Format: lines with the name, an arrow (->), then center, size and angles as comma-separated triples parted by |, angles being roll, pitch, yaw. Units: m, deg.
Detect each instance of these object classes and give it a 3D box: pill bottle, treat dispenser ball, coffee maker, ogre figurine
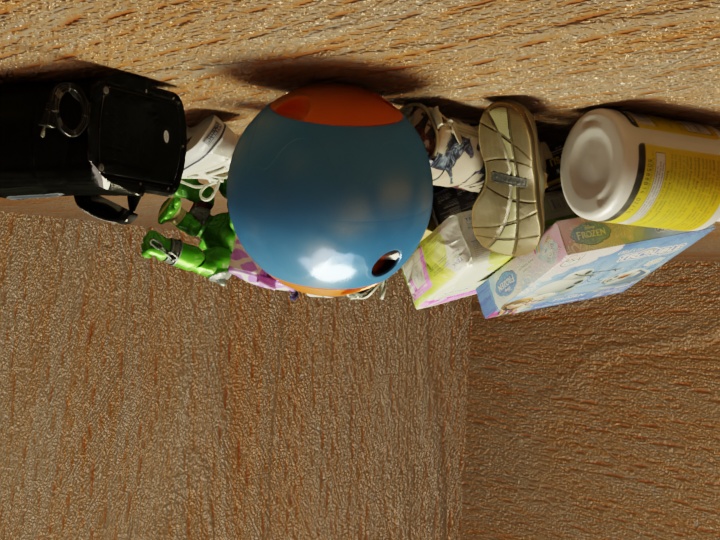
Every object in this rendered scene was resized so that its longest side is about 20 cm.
pill bottle -> 0.312, -0.099, 1.365 | 0.198, 0.113, 0.111 | 5, 177, -28
treat dispenser ball -> -0.029, -0.077, 1.282 | 0.198, 0.204, 0.201 | 3, 178, 0
coffee maker -> -0.305, -0.142, 1.349 | 0.198, 0.136, 0.192 | 1, 153, 33
ogre figurine -> -0.191, -0.066, 1.700 | 0.120, 0.098, 0.201 | 38, -152, -17

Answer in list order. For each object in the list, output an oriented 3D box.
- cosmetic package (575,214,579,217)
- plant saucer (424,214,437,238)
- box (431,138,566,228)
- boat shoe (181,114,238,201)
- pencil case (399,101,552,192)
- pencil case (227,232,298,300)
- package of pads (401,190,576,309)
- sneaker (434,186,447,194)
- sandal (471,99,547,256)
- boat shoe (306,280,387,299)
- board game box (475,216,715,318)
cosmetic package -> 0.292, -0.057, 1.667 | 0.199, 0.072, 0.105 | -31, -168, -16
plant saucer -> 0.021, -0.062, 1.643 | 0.197, 0.049, 0.199 | -1, 175, 26
box -> 0.200, -0.095, 1.590 | 0.198, 0.050, 0.159 | -22, 170, 22
boat shoe -> -0.180, -0.129, 1.597 | 0.086, 0.075, 0.201 | 37, 159, -18
pencil case -> 0.115, -0.125, 1.417 | 0.198, 0.079, 0.089 | 6, 162, -45
pencil case -> -0.085, -0.075, 1.455 | 0.083, 0.203, 0.085 | 14, 176, -6
package of pads -> 0.143, -0.023, 1.552 | 0.153, 0.069, 0.200 | -14, 168, -21
sneaker -> 0.083, -0.132, 1.631 | 0.087, 0.076, 0.200 | 19, 180, 22
sandal -> 0.159, -0.095, 1.372 | 0.079, 0.202, 0.054 | 18, -134, 24
boat shoe -> 0.000, -0.003, 1.519 | 0.067, 0.075, 0.199 | 7, -178, 18
board game box -> 0.258, -0.012, 1.491 | 0.198, 0.044, 0.199 | -10, 162, -25
